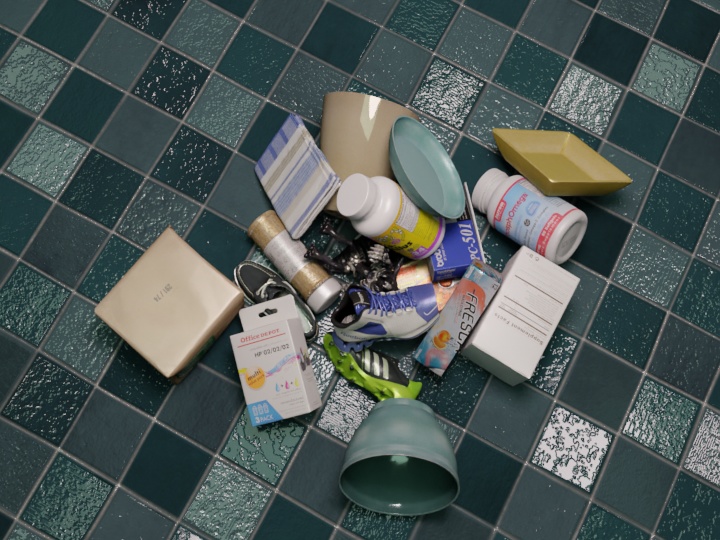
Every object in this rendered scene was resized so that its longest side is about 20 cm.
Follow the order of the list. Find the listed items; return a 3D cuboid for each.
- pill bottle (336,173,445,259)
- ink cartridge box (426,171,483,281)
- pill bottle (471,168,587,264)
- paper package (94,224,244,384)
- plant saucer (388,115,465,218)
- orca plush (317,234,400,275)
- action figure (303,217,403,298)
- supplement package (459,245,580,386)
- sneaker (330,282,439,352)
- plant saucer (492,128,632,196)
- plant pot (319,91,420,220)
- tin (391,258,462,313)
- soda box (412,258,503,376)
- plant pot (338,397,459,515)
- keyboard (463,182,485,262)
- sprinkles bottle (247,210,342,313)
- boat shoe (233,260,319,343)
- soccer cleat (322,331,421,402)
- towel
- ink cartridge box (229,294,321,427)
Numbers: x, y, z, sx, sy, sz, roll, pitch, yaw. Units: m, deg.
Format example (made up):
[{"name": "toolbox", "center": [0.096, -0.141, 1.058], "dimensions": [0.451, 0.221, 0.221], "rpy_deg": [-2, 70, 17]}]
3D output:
[{"name": "pill bottle", "center": [0.051, -0.095, 1.434], "dimensions": [0.103, 0.199, 0.106], "rpy_deg": [-19, 61, 38]}, {"name": "ink cartridge box", "center": [0.156, -0.083, 1.538], "dimensions": [0.092, 0.044, 0.203], "rpy_deg": [-9, 62, -5]}, {"name": "pill bottle", "center": [0.301, -0.103, 1.517], "dimensions": [0.199, 0.109, 0.109], "rpy_deg": [36, 76, 32]}, {"name": "paper package", "center": [-0.330, 0.064, 1.478], "dimensions": [0.190, 0.104, 0.201], "rpy_deg": [39, 76, 8]}, {"name": "plant saucer", "center": [0.107, -0.171, 1.445], "dimensions": [0.036, 0.199, 0.203], "rpy_deg": [-30, 75, 30]}, {"name": "orca plush", "center": [0.013, -0.055, 1.537], "dimensions": [0.197, 0.071, 0.107], "rpy_deg": [-14, 76, -6]}, {"name": "action figure", "center": [0.000, 0.000, 1.465], "dimensions": [0.198, 0.102, 0.120], "rpy_deg": [32, 96, -2]}, {"name": "supplement package", "center": [0.279, 0.083, 1.483], "dimensions": [0.119, 0.121, 0.202], "rpy_deg": [30, 77, 3]}, {"name": "sneaker", "center": [0.034, 0.068, 1.414], "dimensions": [0.196, 0.116, 0.081], "rpy_deg": [-20, 57, 4]}, {"name": "plant saucer", "center": [0.360, -0.192, 1.535], "dimensions": [0.197, 0.049, 0.201], "rpy_deg": [-3, 36, -28]}, {"name": "plant pot", "center": [0.000, -0.196, 1.530], "dimensions": [0.184, 0.187, 0.204], "rpy_deg": [13, 85, 2]}, {"name": "tin", "center": [0.099, 0.041, 1.533], "dimensions": [0.197, 0.042, 0.114], "rpy_deg": [-19, 81, -6]}, {"name": "soda box", "center": [0.171, 0.081, 1.463], "dimensions": [0.063, 0.068, 0.202], "rpy_deg": [32, 107, 7]}, {"name": "plant pot", "center": [0.067, 0.300, 1.398], "dimensions": [0.196, 0.202, 0.136], "rpy_deg": [6, 49, 0]}, {"name": "keyboard", "center": [0.213, -0.061, 1.553], "dimensions": [0.010, 0.056, 0.203], "rpy_deg": [-9, 76, -8]}, {"name": "sprinkles bottle", "center": [-0.120, -0.017, 1.523], "dimensions": [0.068, 0.068, 0.200], "rpy_deg": [-40, 80, -11]}, {"name": "boat shoe", "center": [-0.150, 0.049, 1.509], "dimensions": [0.199, 0.060, 0.076], "rpy_deg": [38, 78, 8]}, {"name": "soccer cleat", "center": [0.019, 0.171, 1.487], "dimensions": [0.199, 0.068, 0.081], "rpy_deg": [38, 47, 16]}, {"name": "towel", "center": [-0.117, -0.172, 1.519], "dimensions": [0.147, 0.024, 0.201], "rpy_deg": [-50, 52, 24]}, {"name": "ink cartridge box", "center": [-0.151, 0.153, 1.444], "dimensions": [0.113, 0.068, 0.203], "rpy_deg": [-16, 86, 15]}]
